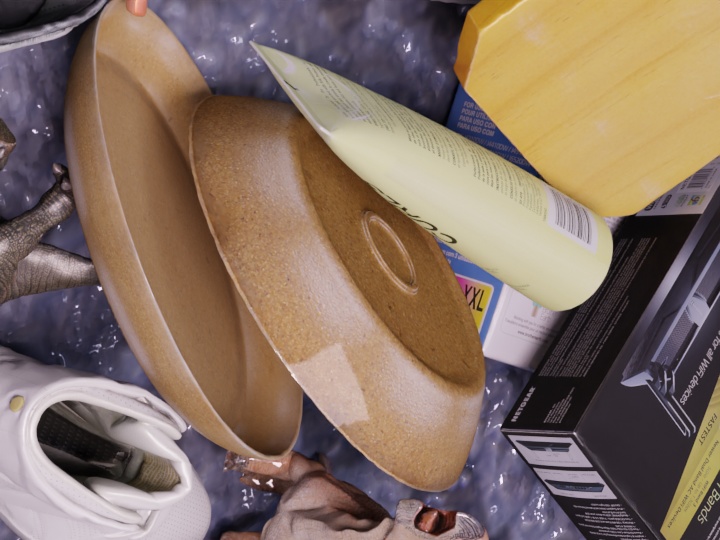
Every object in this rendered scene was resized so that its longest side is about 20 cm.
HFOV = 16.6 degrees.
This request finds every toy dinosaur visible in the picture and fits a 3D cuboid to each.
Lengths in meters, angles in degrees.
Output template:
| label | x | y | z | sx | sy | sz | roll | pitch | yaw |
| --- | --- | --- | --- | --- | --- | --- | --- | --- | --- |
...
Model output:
| label | x | y | z | sx | sy | sz | roll | pitch | yaw |
| --- | --- | --- | --- | --- | --- | --- | --- | --- | --- |
| toy dinosaur | -0.002 | 0.129 | 1.109 | 0.200 | 0.134 | 0.087 | 4 | 102 | -87 |
| toy dinosaur | -0.171 | -0.012 | 0.974 | 0.102 | 0.077 | 0.199 | -45 | 159 | 26 |

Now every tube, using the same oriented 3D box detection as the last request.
| label | x | y | z | sx | sy | sz | roll | pitch | yaw |
| --- | --- | --- | --- | --- | --- | --- | --- | --- | --- |
| tube | 0.033 | -0.041 | 1.090 | 0.199 | 0.058 | 0.052 | 30 | 63 | -41 |

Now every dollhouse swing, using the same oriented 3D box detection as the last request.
| label | x | y | z | sx | sy | sz | roll | pitch | yaw |
| --- | --- | --- | --- | --- | --- | --- | --- | --- | --- |
| dollhouse swing | 0.135 | -0.157 | 1.146 | 0.200 | 0.175 | 0.183 | 41 | 32 | -49 |

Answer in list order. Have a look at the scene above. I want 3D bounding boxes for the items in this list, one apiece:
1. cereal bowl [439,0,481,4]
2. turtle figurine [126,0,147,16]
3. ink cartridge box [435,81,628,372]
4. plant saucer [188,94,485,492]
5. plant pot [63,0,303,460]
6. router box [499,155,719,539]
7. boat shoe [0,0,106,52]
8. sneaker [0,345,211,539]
| label | x | y | z | sx | sy | sz | roll | pitch | yaw |
| --- | --- | --- | --- | --- | --- | --- | --- | --- | --- |
| cereal bowl | 0.074 | -0.220 | 1.145 | 0.199 | 0.083 | 0.202 | -16 | 114 | -42 |
| turtle figurine | -0.030 | -0.194 | 1.039 | 0.160 | 0.064 | 0.202 | 9 | 83 | -15 |
| ink cartridge box | 0.106 | -0.048 | 1.238 | 0.136 | 0.076 | 0.201 | 19 | 91 | -49 |
| plant saucer | 0.000 | 0.000 | 1.073 | 0.035 | 0.201 | 0.200 | -33 | 139 | 18 |
| plant pot | -0.076 | -0.014 | 1.020 | 0.200 | 0.027 | 0.202 | -19 | 90 | -77 |
| router box | 0.171 | 0.054 | 1.209 | 0.158 | 0.052 | 0.201 | 51 | 58 | -29 |
| boat shoe | -0.181 | -0.104 | 0.926 | 0.198 | 0.068 | 0.074 | -4 | 106 | -46 |
| sneaker | -0.105 | 0.091 | 1.039 | 0.200 | 0.115 | 0.074 | 36 | 75 | -48 |
